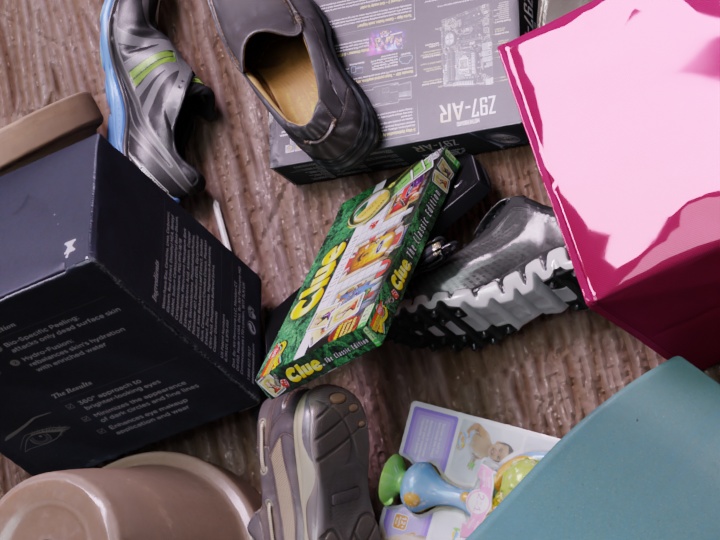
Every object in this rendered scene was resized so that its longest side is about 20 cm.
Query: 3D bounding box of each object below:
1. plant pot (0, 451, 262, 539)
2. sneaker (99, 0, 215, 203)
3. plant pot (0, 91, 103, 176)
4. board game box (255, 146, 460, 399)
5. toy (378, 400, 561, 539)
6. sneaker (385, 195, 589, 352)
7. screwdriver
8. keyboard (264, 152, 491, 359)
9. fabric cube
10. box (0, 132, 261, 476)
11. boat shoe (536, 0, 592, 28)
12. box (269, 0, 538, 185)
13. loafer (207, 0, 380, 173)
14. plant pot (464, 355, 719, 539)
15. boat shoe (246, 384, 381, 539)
[{"bbox_3d":[-0.174,0.211,1.745,0.200,0.175,0.200,-8,71,25],"label":"plant pot"},{"bbox_3d":[-0.150,-0.139,1.910,0.083,0.071,0.200,-10,71,8],"label":"sneaker"},{"bbox_3d":[-0.267,-0.046,1.879,0.201,0.201,0.093,-27,92,16],"label":"plant pot"},{"bbox_3d":[0.000,0.000,1.730,0.105,0.023,0.200,-31,22,36],"label":"board game box"},{"bbox_3d":[0.099,0.163,1.696,0.200,0.047,0.115,13,86,31],"label":"toy"},{"bbox_3d":[0.097,-0.004,1.745,0.200,0.066,0.091,-17,52,28],"label":"sneaker"},{"bbox_3d":[-0.085,0.032,1.841,0.028,0.029,0.200,-26,66,17],"label":"screwdriver"},{"bbox_3d":[0.012,0.000,1.770,0.200,0.021,0.127,-40,18,12],"label":"keyboard"},{"bbox_3d":[0.238,-0.075,1.620,0.199,0.200,0.196,-27,65,19],"label":"fabric cube"},{"bbox_3d":[-0.202,0.031,1.777,0.197,0.200,0.117,-21,48,25],"label":"box"},{"bbox_3d":[0.162,-0.226,1.782,0.072,0.060,0.202,13,80,29],"label":"boat shoe"},{"bbox_3d":[0.030,-0.157,1.834,0.200,0.044,0.160,-10,70,23],"label":"box"},{"bbox_3d":[-0.058,-0.159,1.811,0.073,0.072,0.200,-43,60,10],"label":"loafer"},{"bbox_3d":[0.169,0.163,1.588,0.141,0.141,0.200,36,69,12],"label":"plant pot"},{"bbox_3d":[-0.034,0.175,1.736,0.073,0.074,0.200,3,94,42],"label":"boat shoe"}]
